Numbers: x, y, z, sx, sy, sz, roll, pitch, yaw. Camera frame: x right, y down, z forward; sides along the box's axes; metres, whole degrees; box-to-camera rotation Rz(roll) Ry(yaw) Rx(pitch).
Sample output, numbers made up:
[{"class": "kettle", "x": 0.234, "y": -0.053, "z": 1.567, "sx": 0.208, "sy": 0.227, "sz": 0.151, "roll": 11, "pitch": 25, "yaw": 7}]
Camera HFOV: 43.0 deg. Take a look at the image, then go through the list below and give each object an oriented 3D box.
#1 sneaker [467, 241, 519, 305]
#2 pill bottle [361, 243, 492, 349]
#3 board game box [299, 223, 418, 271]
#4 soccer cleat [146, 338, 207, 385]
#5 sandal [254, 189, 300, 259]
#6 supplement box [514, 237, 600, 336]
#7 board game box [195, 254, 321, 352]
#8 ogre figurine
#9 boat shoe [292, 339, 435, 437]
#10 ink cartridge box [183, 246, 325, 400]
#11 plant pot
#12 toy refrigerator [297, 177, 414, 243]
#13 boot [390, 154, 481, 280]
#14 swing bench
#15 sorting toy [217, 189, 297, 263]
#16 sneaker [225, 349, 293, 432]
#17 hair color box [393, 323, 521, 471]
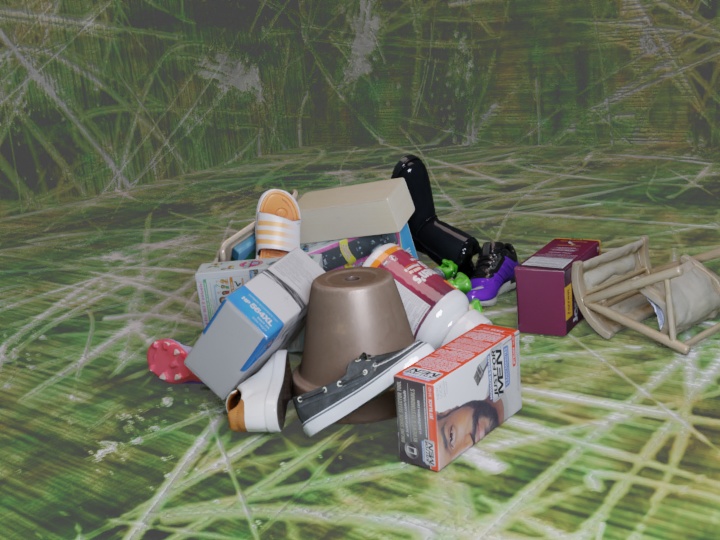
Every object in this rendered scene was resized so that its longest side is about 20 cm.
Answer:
[{"class": "sneaker", "x": 0.231, "y": -0.001, "z": 1.666, "sx": 0.069, "sy": 0.101, "sz": 0.200, "roll": 2, "pitch": 17, "yaw": 33}, {"class": "pill bottle", "x": 0.092, "y": 0.056, "z": 1.361, "sx": 0.199, "sy": 0.110, "sz": 0.109, "roll": 37, "pitch": 34, "yaw": 23}, {"class": "board game box", "x": 0.000, "y": 0.000, "z": 1.588, "sx": 0.198, "sy": 0.149, "sz": 0.064, "roll": -22, "pitch": 17, "yaw": -10}, {"class": "soccer cleat", "x": -0.246, "y": 0.144, "z": 1.401, "sx": 0.199, "sy": 0.067, "sz": 0.076, "roll": 3, "pitch": -5, "yaw": 37}, {"class": "sandal", "x": -0.135, "y": -0.028, "z": 1.512, "sx": 0.078, "sy": 0.209, "sz": 0.059, "roll": 3, "pitch": 8, "yaw": -20}, {"class": "supplement box", "x": 0.333, "y": 0.023, "z": 1.522, "sx": 0.085, "sy": 0.112, "sz": 0.200, "roll": 4, "pitch": 18, "yaw": 31}, {"class": "board game box", "x": -0.154, "y": 0.058, "z": 1.472, "sx": 0.198, "sy": 0.149, "sz": 0.064, "roll": -5, "pitch": 18, "yaw": 2}, {"class": "ogre figurine", "x": 0.129, "y": 0.060, "z": 1.471, "sx": 0.119, "sy": 0.098, "sz": 0.201, "roll": -13, "pitch": 60, "yaw": -9}, {"class": "boat shoe", "x": 0.001, "y": 0.138, "z": 1.149, "sx": 0.199, "sy": 0.057, "sz": 0.069, "roll": -34, "pitch": -10, "yaw": 11}, {"class": "ink cartridge box", "x": -0.140, "y": 0.072, "z": 1.308, "sx": 0.084, "sy": 0.146, "sz": 0.200, "roll": 41, "pitch": 35, "yaw": 7}, {"class": "plant pot", "x": -0.003, "y": 0.093, "z": 1.264, "sx": 0.198, "sy": 0.176, "sz": 0.200, "roll": -4, "pitch": 16, "yaw": 1}, {"class": "toy refrigerator", "x": -0.015, "y": -0.097, "z": 1.543, "sx": 0.198, "sy": 0.070, "sz": 0.076, "roll": -6, "pitch": 29, "yaw": 31}, {"class": "boot", "x": 0.136, "y": -0.088, "z": 1.585, "sx": 0.076, "sy": 0.201, "sz": 0.168, "roll": -33, "pitch": 48, "yaw": -27}, {"class": "swing bench", "x": 0.469, "y": 0.030, "z": 1.427, "sx": 0.198, "sy": 0.131, "sz": 0.199, "roll": -17, "pitch": 14, "yaw": -36}, {"class": "sorting toy", "x": -0.182, "y": -0.031, "z": 1.604, "sx": 0.036, "sy": 0.186, "sz": 0.200, "roll": 38, "pitch": 55, "yaw": 13}, {"class": "sneaker", "x": -0.139, "y": 0.161, "z": 1.253, "sx": 0.084, "sy": 0.074, "sz": 0.200, "roll": -7, "pitch": 13, "yaw": 5}, {"class": "hair color box", "x": 0.125, "y": 0.150, "z": 1.124, "sx": 0.064, "sy": 0.112, "sz": 0.199, "roll": 9, "pitch": 21, "yaw": 39}]
